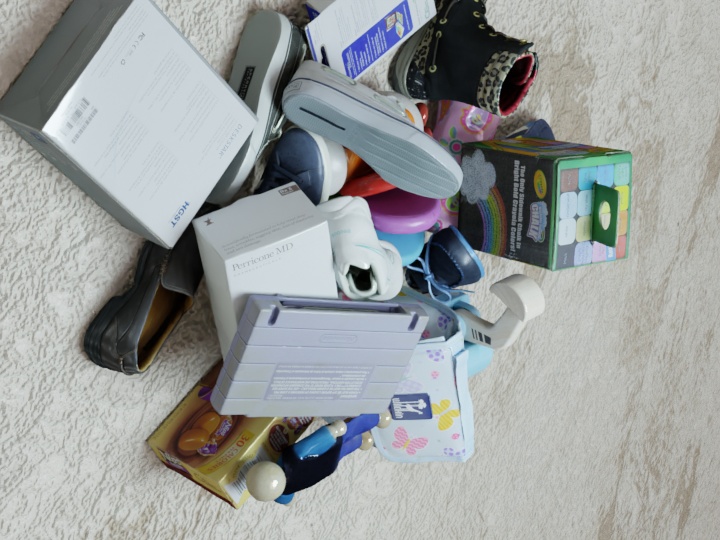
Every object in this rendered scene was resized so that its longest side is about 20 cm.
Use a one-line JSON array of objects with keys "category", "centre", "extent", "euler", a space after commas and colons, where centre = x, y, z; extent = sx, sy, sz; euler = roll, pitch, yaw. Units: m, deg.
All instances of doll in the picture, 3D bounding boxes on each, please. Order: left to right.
[{"category": "doll", "centre": [-0.048, 0.194, 1.439], "extent": [0.200, 0.048, 0.137], "euler": [-23, 153, -55]}]

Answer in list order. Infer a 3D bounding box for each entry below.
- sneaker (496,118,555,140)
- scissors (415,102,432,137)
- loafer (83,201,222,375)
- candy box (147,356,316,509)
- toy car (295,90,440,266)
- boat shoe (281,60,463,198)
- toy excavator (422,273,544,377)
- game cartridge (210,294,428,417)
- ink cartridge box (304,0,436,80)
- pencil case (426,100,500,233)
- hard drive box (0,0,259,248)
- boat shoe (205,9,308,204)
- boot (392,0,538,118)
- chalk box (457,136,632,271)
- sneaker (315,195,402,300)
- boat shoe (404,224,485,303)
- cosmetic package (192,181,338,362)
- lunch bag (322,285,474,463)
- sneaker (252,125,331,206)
[{"category": "sneaker", "centre": [0.191, -0.138, 1.730], "extent": [0.200, 0.082, 0.074], "euler": [-21, 92, -60]}, {"category": "scissors", "centre": [0.054, -0.101, 1.620], "extent": [0.014, 0.073, 0.200], "euler": [-1, 133, -16]}, {"category": "loafer", "centre": [-0.184, 0.018, 1.365], "extent": [0.200, 0.072, 0.073], "euler": [-59, 139, -12]}, {"category": "candy box", "centre": [-0.112, 0.142, 1.469], "extent": [0.200, 0.117, 0.056], "euler": [-49, 138, -21]}, {"category": "toy car", "centre": [0.019, -0.089, 1.487], "extent": [0.175, 0.150, 0.200], "euler": [-28, 127, -39]}, {"category": "boat shoe", "centre": [0.020, -0.146, 1.376], "extent": [0.200, 0.074, 0.067], "euler": [30, 52, -18]}, {"category": "toy excavator", "centre": [0.125, 0.075, 1.642], "extent": [0.100, 0.200, 0.195], "euler": [-23, 124, -42]}, {"category": "game cartridge", "centre": [-0.040, 0.086, 1.362], "extent": [0.200, 0.038, 0.130], "euler": [4, 125, -36]}, {"category": "ink cartridge box", "centre": [0.002, -0.266, 1.466], "extent": [0.200, 0.039, 0.100], "euler": [-44, 136, -34]}, {"category": "pencil case", "centre": [0.116, -0.136, 1.626], "extent": [0.087, 0.087, 0.200], "euler": [5, 101, -50]}, {"category": "hard drive box", "centre": [-0.206, -0.140, 1.265], "extent": [0.156, 0.077, 0.200], "euler": [-57, 139, -13]}, {"category": "boat shoe", "centre": [-0.101, -0.155, 1.382], "extent": [0.064, 0.071, 0.200], "euler": [24, 87, -50]}, {"category": "boot", "centre": [0.142, -0.264, 1.543], "extent": [0.204, 0.154, 0.073], "euler": [-60, 140, -9]}, {"category": "chalk box", "centre": [0.218, -0.074, 1.539], "extent": [0.124, 0.200, 0.125], "euler": [-9, 107, -38]}, {"category": "sneaker", "centre": [0.000, 0.000, 1.402], "extent": [0.200, 0.070, 0.080], "euler": [52, 22, -64]}, {"category": "boat shoe", "centre": [0.092, 0.003, 1.571], "extent": [0.069, 0.084, 0.200], "euler": [-33, 173, -7]}, {"category": "cosmetic package", "centre": [-0.085, 0.025, 1.362], "extent": [0.113, 0.081, 0.200], "euler": [-24, 135, -16]}, {"category": "lunch bag", "centre": [0.039, 0.114, 1.563], "extent": [0.127, 0.200, 0.170], "euler": [-35, 131, -34]}, {"category": "sneaker", "centre": [-0.094, -0.051, 1.405], "extent": [0.084, 0.075, 0.200], "euler": [-17, 132, -57]}]
